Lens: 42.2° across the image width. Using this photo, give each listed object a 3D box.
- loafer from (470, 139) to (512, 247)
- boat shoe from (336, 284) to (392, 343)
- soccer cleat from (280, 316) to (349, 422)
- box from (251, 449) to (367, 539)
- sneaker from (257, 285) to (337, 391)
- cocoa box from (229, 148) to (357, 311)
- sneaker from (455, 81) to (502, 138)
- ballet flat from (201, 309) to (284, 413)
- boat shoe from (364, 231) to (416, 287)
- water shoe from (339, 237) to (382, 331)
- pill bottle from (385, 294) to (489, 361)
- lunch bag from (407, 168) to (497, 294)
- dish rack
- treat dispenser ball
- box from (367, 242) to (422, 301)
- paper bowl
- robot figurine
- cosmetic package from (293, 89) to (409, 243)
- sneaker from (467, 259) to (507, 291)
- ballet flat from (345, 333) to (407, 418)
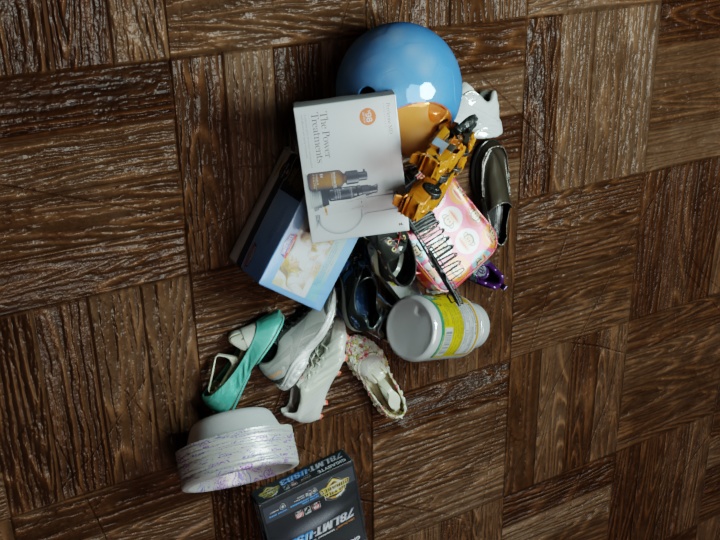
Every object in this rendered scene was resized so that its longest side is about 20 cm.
[{"bbox_3d":[0.248,-0.135,1.690,0.072,0.071,0.204,-10,104,-27],"label":"loafer"},{"bbox_3d":[0.035,0.082,1.656,0.198,0.072,0.073,29,92,-37],"label":"boat shoe"},{"bbox_3d":[-0.079,0.175,1.630,0.076,0.069,0.203,11,106,-31],"label":"soccer cleat"},{"bbox_3d":[-0.092,0.463,1.749,0.197,0.050,0.202,-21,118,-22],"label":"box"},{"bbox_3d":[-0.103,0.103,1.583,0.079,0.074,0.202,32,86,-16],"label":"sneaker"},{"bbox_3d":[-0.093,-0.065,1.483,0.132,0.131,0.202,25,95,-36],"label":"cocoa box"},{"bbox_3d":[0.159,-0.270,1.599,0.198,0.077,0.101,-16,111,-35],"label":"sneaker"},{"bbox_3d":[-0.201,0.144,1.545,0.070,0.067,0.202,30,90,-23],"label":"ballet flat"},{"bbox_3d":[0.048,-0.051,1.483,0.074,0.063,0.203,-48,145,-23],"label":"boat shoe"},{"bbox_3d":[0.000,0.000,1.566,0.070,0.079,0.204,-12,91,-30],"label":"water shoe"},{"bbox_3d":[0.143,0.099,1.642,0.198,0.112,0.115,2,110,-51],"label":"pill bottle"},{"bbox_3d":[0.122,-0.064,1.610,0.176,0.082,0.201,-40,100,-13],"label":"lunch bag"},{"bbox_3d":[0.115,-0.044,1.462,0.054,0.202,0.154,-31,149,4],"label":"dish rack"},{"bbox_3d":[0.060,-0.280,1.447,0.198,0.200,0.205,-12,115,-27],"label":"treat dispenser ball"},{"bbox_3d":[0.070,0.025,1.674,0.039,0.041,0.201,-45,126,-8],"label":"box"},{"bbox_3d":[-0.206,0.292,1.538,0.197,0.200,0.106,-4,71,-30],"label":"paper bowl"},{"bbox_3d":[0.114,-0.155,1.354,0.200,0.058,0.147,-50,165,-57],"label":"robot figurine"},{"bbox_3d":[-0.012,-0.150,1.359,0.148,0.052,0.204,-8,110,-2],"label":"cosmetic package"},{"bbox_3d":[0.191,-0.026,1.699,0.198,0.087,0.075,29,94,-36],"label":"sneaker"},{"bbox_3d":[0.035,0.197,1.709,0.075,0.064,0.201,-40,124,-10],"label":"ballet flat"}]
